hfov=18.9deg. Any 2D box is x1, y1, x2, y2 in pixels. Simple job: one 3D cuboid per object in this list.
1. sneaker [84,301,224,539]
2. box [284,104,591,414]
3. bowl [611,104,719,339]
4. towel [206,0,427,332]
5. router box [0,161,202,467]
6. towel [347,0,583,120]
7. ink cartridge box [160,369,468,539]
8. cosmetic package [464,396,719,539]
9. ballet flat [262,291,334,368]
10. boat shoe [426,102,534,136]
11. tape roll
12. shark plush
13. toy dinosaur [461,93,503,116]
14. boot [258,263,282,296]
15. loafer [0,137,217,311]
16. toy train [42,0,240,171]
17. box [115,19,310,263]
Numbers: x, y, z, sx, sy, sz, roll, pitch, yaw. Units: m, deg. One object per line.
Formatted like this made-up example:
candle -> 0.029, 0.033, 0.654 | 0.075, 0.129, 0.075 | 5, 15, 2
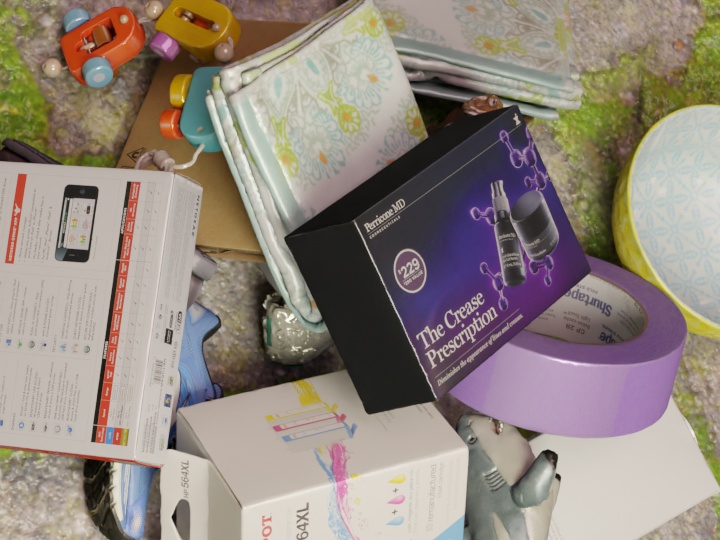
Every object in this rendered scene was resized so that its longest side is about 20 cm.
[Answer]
sneaker -> -0.143, 0.106, 1.583 | 0.089, 0.079, 0.201 | 19, 66, -16
box -> 0.058, -0.011, 1.530 | 0.200, 0.079, 0.142 | -37, 104, -42
bowl -> 0.283, -0.028, 1.811 | 0.199, 0.108, 0.201 | 8, 71, -23
towel -> -0.016, -0.080, 1.565 | 0.171, 0.048, 0.201 | -36, 112, -41
router box -> -0.212, 0.027, 1.509 | 0.179, 0.049, 0.201 | 5, 82, 21
towel -> 0.083, -0.210, 1.783 | 0.199, 0.048, 0.172 | 12, 47, -17
ink cartridge box -> -0.041, 0.166, 1.541 | 0.199, 0.129, 0.125 | -13, 35, -22
cosmetic package -> 0.172, 0.172, 1.709 | 0.199, 0.081, 0.113 | -23, 84, -30
ballet flat -> 0.000, 0.000, 1.682 | 0.200, 0.072, 0.072 | -39, 92, -31
boat shoe -> 0.069, -0.080, 1.736 | 0.073, 0.065, 0.200 | 34, 45, 28
tape roll -> 0.149, 0.051, 1.676 | 0.199, 0.066, 0.200 | 10, 26, -5
shark plush -> 0.094, 0.210, 1.603 | 0.083, 0.091, 0.201 | 10, 86, 10
toy dinosaur -> 0.126, -0.054, 1.706 | 0.106, 0.060, 0.200 | -60, 146, -26
boot -> -0.040, -0.063, 1.667 | 0.095, 0.074, 0.201 | 0, 53, -31
loafer -> -0.197, -0.029, 1.579 | 0.200, 0.072, 0.063 | 31, 90, 22
toy train -> -0.146, -0.137, 1.628 | 0.150, 0.056, 0.200 | -33, 53, 4
box -> -0.102, -0.102, 1.636 | 0.021, 0.163, 0.201 | 53, 51, -52
